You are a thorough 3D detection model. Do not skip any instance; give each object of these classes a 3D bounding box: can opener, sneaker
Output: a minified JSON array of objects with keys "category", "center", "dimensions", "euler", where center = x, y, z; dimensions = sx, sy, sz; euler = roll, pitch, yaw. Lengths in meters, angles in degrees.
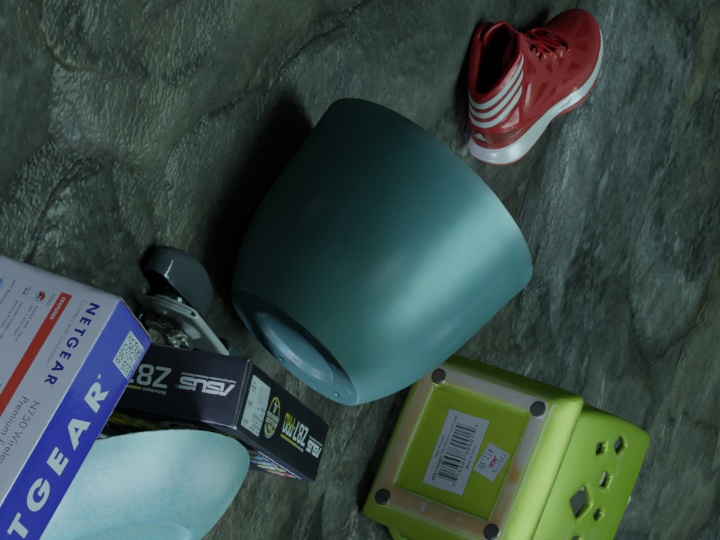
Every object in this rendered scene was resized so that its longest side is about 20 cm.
[{"category":"can opener","center":[-0.106,0.054,1.415],"dimensions":[0.067,0.052,0.200],"euler":[-63,154,-21]},{"category":"sneaker","center":[0.161,-0.197,1.772],"dimensions":[0.200,0.078,0.116],"euler":[-56,152,-33]}]

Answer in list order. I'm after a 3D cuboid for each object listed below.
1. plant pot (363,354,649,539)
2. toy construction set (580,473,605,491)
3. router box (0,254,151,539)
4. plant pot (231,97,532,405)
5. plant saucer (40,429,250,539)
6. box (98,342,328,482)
[{"category":"plant pot","center":[0.127,0.191,1.829],"dimensions":[0.181,0.198,0.201],"euler":[37,74,-57]},{"category":"toy construction set","center":[0.201,0.270,2.114],"dimensions":[0.200,0.092,0.131],"euler":[-38,167,-22]},{"category":"router box","center":[-0.235,0.082,1.021],"dimensions":[0.201,0.179,0.049],"euler":[-61,152,-20]},{"category":"plant pot","center":[0.000,0.000,1.447],"dimensions":[0.161,0.200,0.201],"euler":[-47,148,-18]},{"category":"plant saucer","center":[-0.157,0.157,1.177],"dimensions":[0.201,0.200,0.039],"euler":[40,28,-63]},{"category":"box","center":[-0.121,0.085,1.246],"dimensions":[0.200,0.160,0.049],"euler":[51,52,-71]}]
